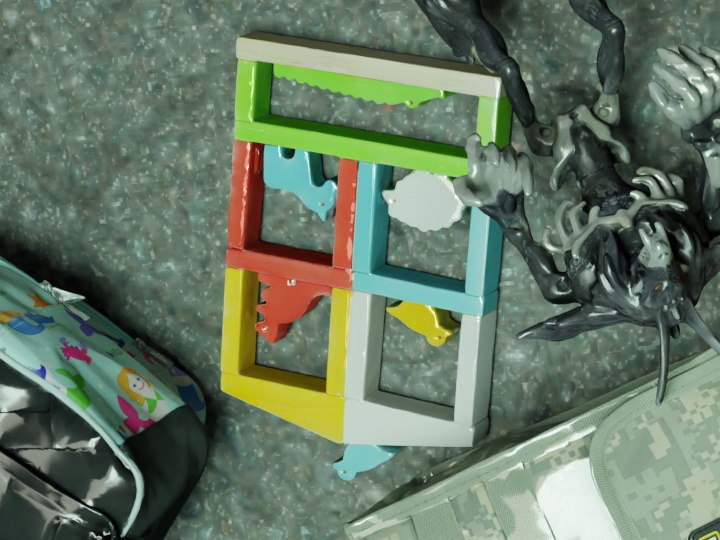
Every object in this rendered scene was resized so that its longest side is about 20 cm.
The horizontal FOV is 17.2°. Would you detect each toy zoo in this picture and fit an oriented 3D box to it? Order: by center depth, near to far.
[{"bbox_3d":[0.000,0.000,1.081,0.131,0.020,0.201,12,108,23],"label":"toy zoo"}]

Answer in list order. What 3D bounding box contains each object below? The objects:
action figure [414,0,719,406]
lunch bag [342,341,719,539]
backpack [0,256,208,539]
[{"bbox_3d":[0.091,-0.049,0.951,0.118,0.102,0.201,-26,72,2],"label":"action figure"},{"bbox_3d":[0.123,0.132,1.005,0.199,0.118,0.165,-27,88,22],"label":"lunch bag"},{"bbox_3d":[-0.183,0.084,1.118,0.200,0.151,0.178,33,113,6],"label":"backpack"}]
